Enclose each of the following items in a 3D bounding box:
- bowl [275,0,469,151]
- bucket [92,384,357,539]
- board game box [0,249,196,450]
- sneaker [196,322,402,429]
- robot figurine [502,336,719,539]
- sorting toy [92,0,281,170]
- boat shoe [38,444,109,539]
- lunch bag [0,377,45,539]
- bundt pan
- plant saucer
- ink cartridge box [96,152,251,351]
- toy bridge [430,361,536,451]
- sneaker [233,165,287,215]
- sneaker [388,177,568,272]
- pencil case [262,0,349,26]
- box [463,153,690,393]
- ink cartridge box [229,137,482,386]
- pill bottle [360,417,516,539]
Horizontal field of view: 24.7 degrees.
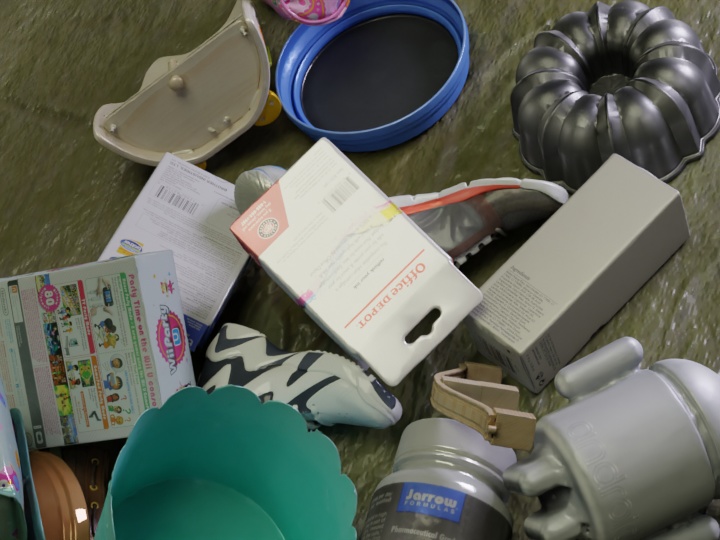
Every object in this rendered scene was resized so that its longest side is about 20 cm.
[{"bbox_3d":[0.014,-0.201,1.630,0.199,0.039,0.202,-11,52,14],"label":"bowl"},{"bbox_3d":[-0.111,0.208,1.269,0.206,0.135,0.208,10,54,-15],"label":"bucket"},{"bbox_3d":[-0.245,0.071,1.399,0.199,0.064,0.149,-9,92,26],"label":"board game box"},{"bbox_3d":[-0.068,0.131,1.397,0.198,0.080,0.130,19,70,27],"label":"sneaker"},{"bbox_3d":[0.209,0.139,1.240,0.199,0.113,0.171,-25,94,-10],"label":"robot figurine"},{"bbox_3d":[-0.161,-0.202,1.671,0.199,0.107,0.181,-34,31,17],"label":"sorting toy"},{"bbox_3d":[-0.226,0.234,1.387,0.067,0.072,0.201,-6,57,-16],"label":"boat shoe"},{"bbox_3d":[-0.318,0.166,1.293,0.121,0.201,0.171,-12,54,-12],"label":"lunch bag"},{"bbox_3d":[0.227,-0.168,1.494,0.200,0.076,0.203,-11,51,14],"label":"bundt pan"},{"bbox_3d":[-0.292,0.248,1.361,0.200,0.037,0.202,-22,61,45],"label":"plant saucer"},{"bbox_3d":[-0.167,-0.011,1.504,0.119,0.042,0.201,25,46,0],"label":"ink cartridge box"},{"bbox_3d":[0.090,0.101,1.287,0.067,0.200,0.027,10,97,-4],"label":"toy bridge"},{"bbox_3d":[-0.036,-0.022,1.491,0.072,0.072,0.200,-15,57,-45],"label":"sneaker"},{"bbox_3d":[0.091,-0.031,1.468,0.199,0.077,0.083,-10,79,17],"label":"sneaker"},{"bbox_3d":[-0.067,-0.301,1.663,0.087,0.088,0.200,-33,23,-3],"label":"pencil case"},{"bbox_3d":[0.182,0.001,1.392,0.200,0.069,0.082,-43,51,-12],"label":"box"},{"bbox_3d":[0.000,0.000,1.394,0.116,0.068,0.200,-43,73,-6],"label":"ink cartridge box"},{"bbox_3d":[0.053,0.222,1.252,0.113,0.114,0.201,2,57,24],"label":"pill bottle"}]
